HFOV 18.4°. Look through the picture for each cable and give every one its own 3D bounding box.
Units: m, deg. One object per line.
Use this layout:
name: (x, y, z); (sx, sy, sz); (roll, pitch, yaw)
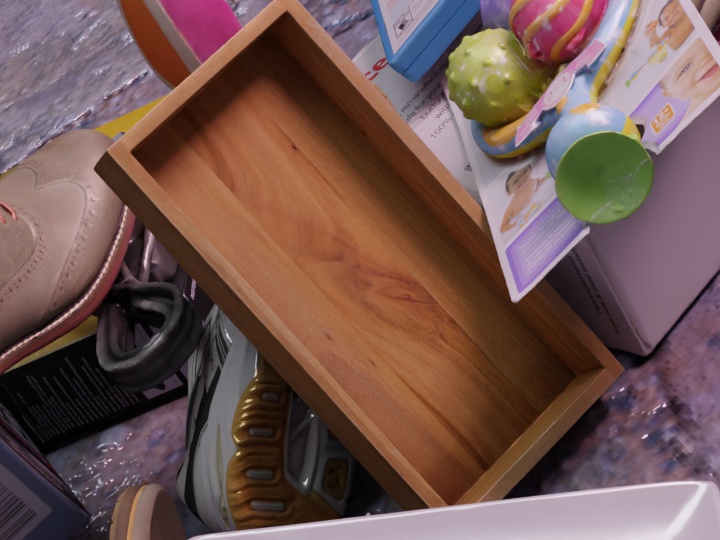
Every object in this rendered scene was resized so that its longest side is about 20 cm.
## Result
cable: (-0.112, -0.001, 0.985); (0.097, 0.051, 0.200); (-29, 20, 11)

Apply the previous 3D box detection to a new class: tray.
tray: (0.000, 0.000, 0.870); (0.099, 0.200, 0.037); (-43, 5, -19)
tray: (0.033, 0.125, 0.778); (0.198, 0.022, 0.108); (-7, 34, 5)

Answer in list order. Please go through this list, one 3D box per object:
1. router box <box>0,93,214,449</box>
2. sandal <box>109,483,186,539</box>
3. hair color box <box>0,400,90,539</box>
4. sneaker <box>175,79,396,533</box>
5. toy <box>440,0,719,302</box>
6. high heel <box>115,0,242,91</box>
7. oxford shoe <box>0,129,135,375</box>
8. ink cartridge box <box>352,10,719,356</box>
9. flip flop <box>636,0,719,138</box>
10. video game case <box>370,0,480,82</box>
router box: (-0.137, 0.000, 1.129); (0.156, 0.052, 0.201); (-24, 32, 16)
sandal: (-0.056, 0.156, 0.820); (0.054, 0.081, 0.200); (-15, 34, -3)
hair color box: (-0.212, 0.048, 1.002); (0.061, 0.099, 0.200); (-42, 54, -5)
sneaker: (-0.039, 0.015, 0.932); (0.087, 0.075, 0.202); (2, 76, 60)
toy: (0.070, -0.084, 0.859); (0.115, 0.047, 0.200); (-47, 27, 18)
high heel: (-0.036, -0.100, 1.037); (0.096, 0.200, 0.067); (-47, 34, -12)
oxford shoe: (-0.155, -0.005, 0.917); (0.070, 0.075, 0.200); (9, 44, 24)
ink cartridge box: (0.080, -0.056, 0.980); (0.199, 0.085, 0.145); (14, 53, 49)
flip flop: (0.152, -0.129, 0.891); (0.201, 0.057, 0.081); (-62, 21, -16)
video game case: (0.052, -0.182, 1.013); (0.143, 0.018, 0.200); (-50, 23, 19)
